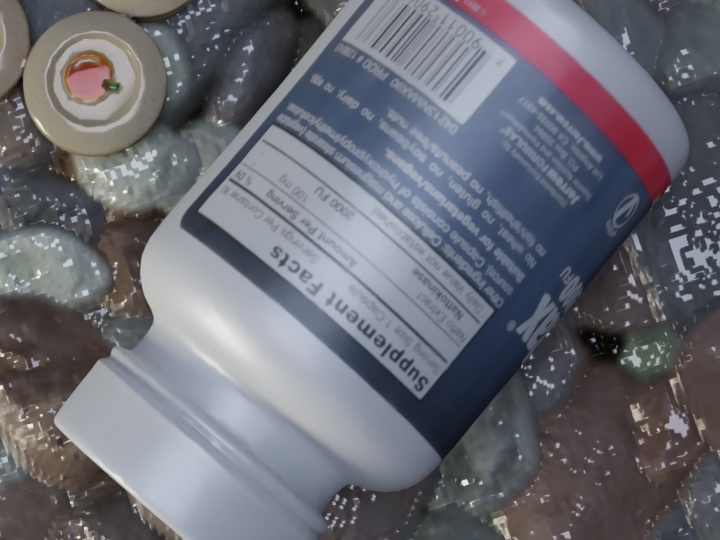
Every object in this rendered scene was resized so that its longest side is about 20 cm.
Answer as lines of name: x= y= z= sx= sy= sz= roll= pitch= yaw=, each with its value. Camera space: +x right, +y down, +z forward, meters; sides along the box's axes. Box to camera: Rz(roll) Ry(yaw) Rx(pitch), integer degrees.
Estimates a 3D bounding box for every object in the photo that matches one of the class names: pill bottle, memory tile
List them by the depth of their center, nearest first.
pill bottle: x=0.000 y=0.000 z=0.868 sx=0.119 sy=0.120 sz=0.200 roll=40 pitch=85 yaw=5
memory tile: x=-0.113 y=-0.148 z=0.939 sx=0.152 sy=0.017 sz=0.201 roll=18 pitch=83 yaw=2
